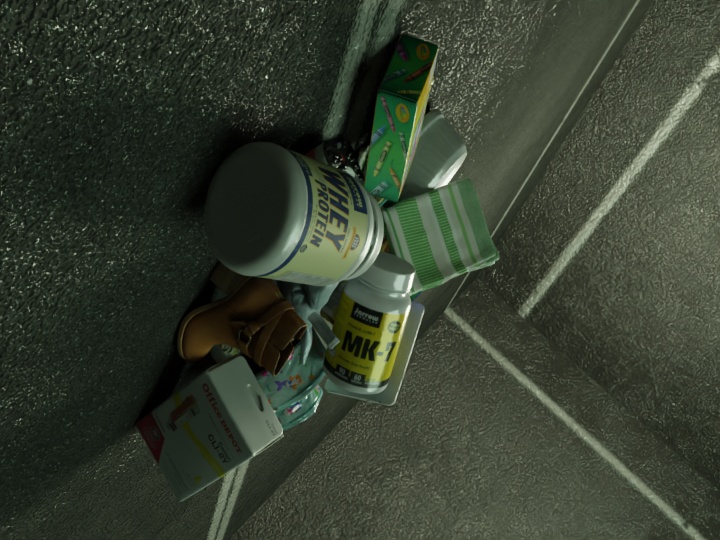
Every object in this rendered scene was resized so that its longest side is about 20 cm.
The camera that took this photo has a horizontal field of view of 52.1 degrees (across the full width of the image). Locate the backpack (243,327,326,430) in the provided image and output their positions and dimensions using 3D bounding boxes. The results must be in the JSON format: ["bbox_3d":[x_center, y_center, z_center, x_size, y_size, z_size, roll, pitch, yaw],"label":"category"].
[{"bbox_3d":[-0.142,0.184,1.248,0.198,0.152,0.178,-34,-172,15],"label":"backpack"}]

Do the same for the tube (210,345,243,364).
[{"bbox_3d":[-0.179,0.094,1.265,0.199,0.057,0.053,-40,129,-50],"label":"tube"}]

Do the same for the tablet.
[{"bbox_3d":[0.026,0.132,1.272,0.014,0.127,0.203,72,33,-50],"label":"tablet"}]

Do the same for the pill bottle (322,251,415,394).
[{"bbox_3d":[0.015,0.079,1.163,0.114,0.112,0.205,-23,132,-63],"label":"pill bottle"}]

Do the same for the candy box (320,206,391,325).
[{"bbox_3d":[0.000,0.000,1.265,0.203,0.056,0.117,-58,167,-8],"label":"candy box"}]

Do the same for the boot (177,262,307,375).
[{"bbox_3d":[-0.170,0.095,1.039,0.073,0.154,0.202,-29,156,-56],"label":"boot"}]

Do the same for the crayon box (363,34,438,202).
[{"bbox_3d":[0.056,-0.211,1.052,0.202,0.057,0.121,99,9,-55],"label":"crayon box"}]

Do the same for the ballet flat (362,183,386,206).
[{"bbox_3d":[-0.015,-0.100,1.211,0.200,0.071,0.070,-47,169,28],"label":"ballet flat"}]

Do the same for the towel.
[{"bbox_3d":[0.133,-0.058,1.230,0.196,0.156,0.023,-20,180,-27],"label":"towel"}]

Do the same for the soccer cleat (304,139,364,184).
[{"bbox_3d":[-0.046,-0.142,1.049,0.072,0.070,0.200,-24,-178,15],"label":"soccer cleat"}]

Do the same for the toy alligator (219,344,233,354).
[{"bbox_3d":[-0.164,0.056,1.194,0.200,0.060,0.054,-46,-153,-22],"label":"toy alligator"}]

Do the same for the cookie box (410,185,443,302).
[{"bbox_3d":[0.108,-0.029,1.347,0.173,0.074,0.201,-56,179,-26],"label":"cookie box"}]

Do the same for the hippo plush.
[{"bbox_3d":[-0.062,-0.009,1.094,0.158,0.202,0.161,-31,-171,39],"label":"hippo plush"}]

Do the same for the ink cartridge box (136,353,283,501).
[{"bbox_3d":[-0.234,0.242,1.136,0.199,0.147,0.083,-35,174,32],"label":"ink cartridge box"}]

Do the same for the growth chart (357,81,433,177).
[{"bbox_3d":[0.050,-0.224,1.220,0.200,0.018,0.145,-48,168,-22],"label":"growth chart"}]

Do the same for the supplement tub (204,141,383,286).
[{"bbox_3d":[-0.072,-0.060,0.878,0.146,0.145,0.198,-53,151,17],"label":"supplement tub"}]

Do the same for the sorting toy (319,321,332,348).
[{"bbox_3d":[-0.085,0.103,1.505,0.199,0.107,0.181,-36,-170,29],"label":"sorting toy"}]

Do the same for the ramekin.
[{"bbox_3d":[0.109,-0.180,1.326,0.203,0.094,0.203,-50,174,-6],"label":"ramekin"}]
